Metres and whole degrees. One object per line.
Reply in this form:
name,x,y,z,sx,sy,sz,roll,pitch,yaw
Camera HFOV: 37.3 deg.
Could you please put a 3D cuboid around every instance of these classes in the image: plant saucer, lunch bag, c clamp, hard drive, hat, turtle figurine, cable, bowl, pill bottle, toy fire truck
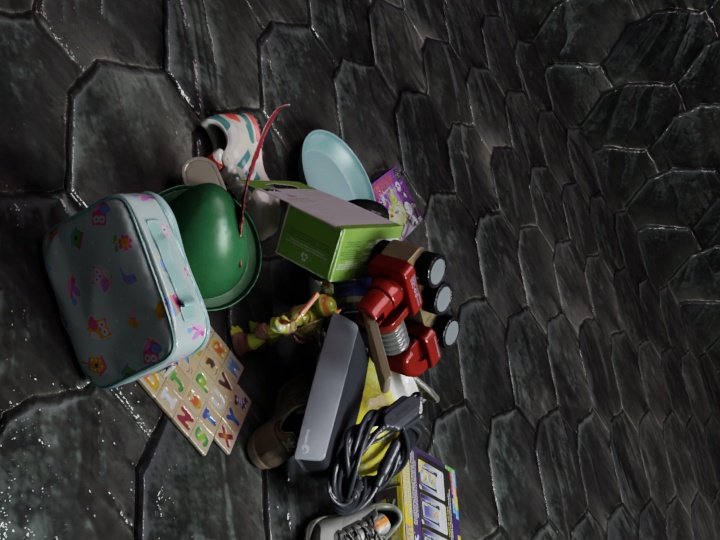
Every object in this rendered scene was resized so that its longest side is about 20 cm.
plant saucer,-0.045,-0.137,1.790,0.200,0.036,0.201,35,42,-40
lunch bag,-0.252,0.022,1.168,0.077,0.160,0.201,-13,80,-62
c clamp,0.046,0.156,1.679,0.200,0.171,0.027,43,80,-27
hard drive,-0.033,0.171,1.396,0.135,0.042,0.201,70,31,-61
hat,-0.174,-0.074,1.299,0.164,0.176,0.202,-2,69,-26
turtle figurine,-0.085,0.066,1.434,0.065,0.160,0.200,63,27,-7
cable,0.013,0.251,1.419,0.051,0.164,0.200,32,40,21
bowl,0.026,0.190,1.552,0.200,0.107,0.201,-22,90,-78
pill bottle,0.000,0.000,1.586,0.112,0.111,0.201,36,45,-45
toy fire truck,0.047,0.086,1.407,0.200,0.128,0.177,-48,139,-32

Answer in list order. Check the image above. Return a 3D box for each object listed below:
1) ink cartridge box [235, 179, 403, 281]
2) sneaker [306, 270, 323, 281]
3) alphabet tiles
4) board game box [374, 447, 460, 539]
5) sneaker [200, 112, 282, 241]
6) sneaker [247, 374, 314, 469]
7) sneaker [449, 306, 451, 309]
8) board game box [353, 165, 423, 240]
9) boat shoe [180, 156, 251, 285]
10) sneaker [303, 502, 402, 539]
ink cartridge box,-0.065,-0.061,1.482,0.147,0.199,0.076,-5,116,-55
sneaker,-0.047,-0.001,1.676,0.200,0.075,0.088,53,45,-18
alphabet tiles,-0.208,0.128,1.334,0.201,0.006,0.167,54,30,-23
board game box,0.088,0.378,1.626,0.165,0.056,0.201,36,40,-42
sneaker,-0.180,-0.135,1.538,0.093,0.070,0.201,-3,74,-43
sneaker,-0.079,0.198,1.437,0.071,0.075,0.200,59,29,-14
sneaker,0.089,0.063,1.831,0.200,0.090,0.077,-13,83,-61
board game box,0.051,-0.112,1.966,0.121,0.032,0.200,59,28,-7
boat shoe,-0.195,-0.051,1.426,0.072,0.063,0.201,-13,75,-19
sneaker,-0.010,0.355,1.441,0.200,0.079,0.075,-16,86,-61
